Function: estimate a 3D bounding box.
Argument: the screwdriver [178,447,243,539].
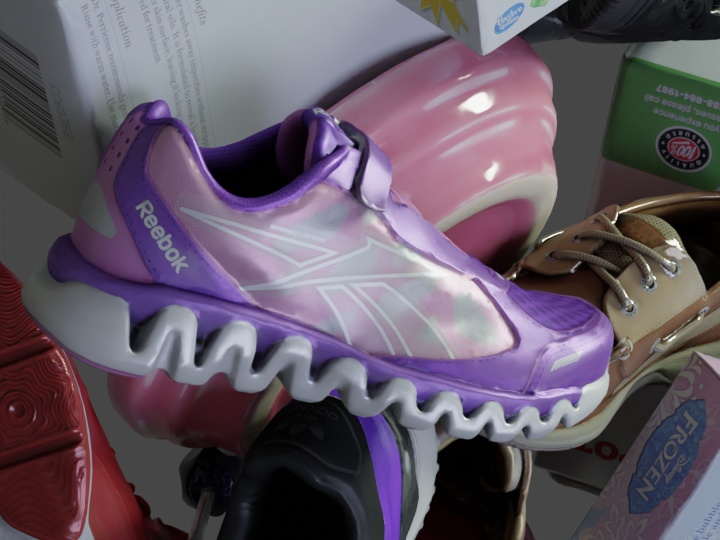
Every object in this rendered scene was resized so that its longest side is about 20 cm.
[{"bbox_3d":[-0.058,0.079,0.990,0.028,0.029,0.200,-36,179,2],"label":"screwdriver"}]

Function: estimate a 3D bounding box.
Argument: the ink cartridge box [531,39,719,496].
[{"bbox_3d":[0.166,0.005,1.152,0.084,0.144,0.201,-53,157,-57],"label":"ink cartridge box"}]

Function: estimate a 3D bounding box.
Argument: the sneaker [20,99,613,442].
[{"bbox_3d":[-0.003,-0.004,0.874,0.199,0.080,0.089,11,101,-23],"label":"sneaker"}]

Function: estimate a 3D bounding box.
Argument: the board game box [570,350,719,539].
[{"bbox_3d":[0.155,0.142,1.104,0.198,0.043,0.201,16,113,-41],"label":"board game box"}]

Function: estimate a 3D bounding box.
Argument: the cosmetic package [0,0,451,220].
[{"bbox_3d":[-0.034,-0.111,0.916,0.200,0.081,0.113,-35,139,-26],"label":"cosmetic package"}]

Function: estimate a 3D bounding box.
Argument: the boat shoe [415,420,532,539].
[{"bbox_3d":[0.037,0.079,1.058,0.073,0.201,0.069,22,137,-17],"label":"boat shoe"}]

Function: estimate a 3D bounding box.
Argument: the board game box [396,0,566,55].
[{"bbox_3d":[0.019,-0.151,0.842,0.134,0.200,0.034,-34,139,-24],"label":"board game box"}]

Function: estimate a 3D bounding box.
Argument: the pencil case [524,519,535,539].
[{"bbox_3d":[-0.020,0.148,1.126,0.200,0.083,0.087,-37,134,-22],"label":"pencil case"}]

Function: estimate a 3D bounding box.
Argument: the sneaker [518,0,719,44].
[{"bbox_3d":[0.111,-0.115,1.015,0.103,0.200,0.060,-6,89,-12],"label":"sneaker"}]

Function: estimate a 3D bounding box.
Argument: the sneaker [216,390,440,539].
[{"bbox_3d":[-0.026,0.138,0.948,0.099,0.069,0.202,-24,120,-66],"label":"sneaker"}]

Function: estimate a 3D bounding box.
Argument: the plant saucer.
[{"bbox_3d":[0.000,0.000,0.998,0.200,0.051,0.201,-39,165,-13],"label":"plant saucer"}]

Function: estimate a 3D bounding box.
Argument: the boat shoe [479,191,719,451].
[{"bbox_3d":[0.088,0.009,1.023,0.200,0.076,0.072,-22,144,-54],"label":"boat shoe"}]

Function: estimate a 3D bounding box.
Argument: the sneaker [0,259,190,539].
[{"bbox_3d":[-0.109,0.083,0.972,0.078,0.201,0.116,-17,-177,8],"label":"sneaker"}]
